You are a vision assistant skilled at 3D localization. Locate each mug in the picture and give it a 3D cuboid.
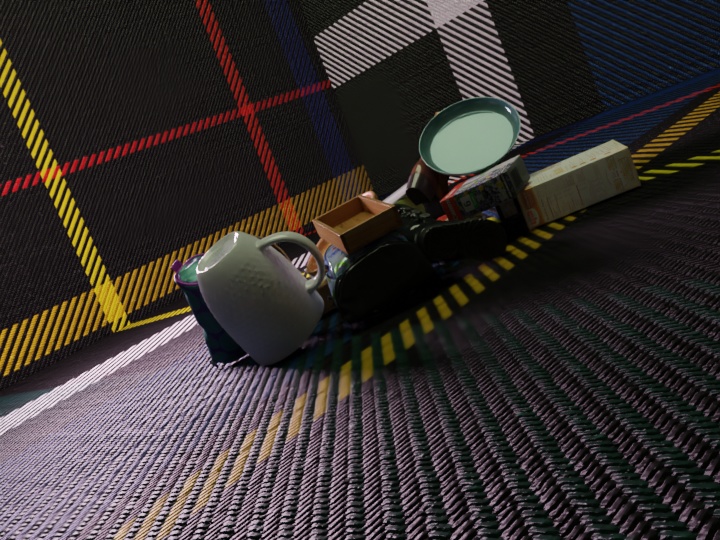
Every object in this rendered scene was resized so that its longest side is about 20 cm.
[{"bbox_3d":[-0.144,0.019,1.117,0.198,0.176,0.149,-33,26,17],"label":"mug"}]

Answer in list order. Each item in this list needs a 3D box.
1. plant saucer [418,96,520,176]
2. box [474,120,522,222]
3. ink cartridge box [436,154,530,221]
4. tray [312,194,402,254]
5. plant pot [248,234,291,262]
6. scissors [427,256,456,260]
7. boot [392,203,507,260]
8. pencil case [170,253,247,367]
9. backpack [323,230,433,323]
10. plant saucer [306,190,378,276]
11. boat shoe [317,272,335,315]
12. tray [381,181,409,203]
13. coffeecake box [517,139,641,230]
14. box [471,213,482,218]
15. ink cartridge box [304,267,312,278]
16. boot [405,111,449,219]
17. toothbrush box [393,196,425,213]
[{"bbox_3d":[0.208,-0.250,1.376,0.196,0.028,0.203,-14,49,17],"label":"plant saucer"},{"bbox_3d":[0.274,-0.211,1.506,0.049,0.203,0.158,-24,7,15],"label":"box"},{"bbox_3d":[0.195,-0.131,1.287,0.197,0.051,0.109,-23,11,32],"label":"ink cartridge box"},{"bbox_3d":[-0.009,-0.077,1.172,0.097,0.038,0.200,-28,17,-9],"label":"tray"},{"bbox_3d":[-0.251,0.054,1.488,0.185,0.189,0.199,-29,-4,-38],"label":"plant pot"},{"bbox_3d":[0.073,-0.031,1.292,0.195,0.014,0.073,4,-2,-12],"label":"scissors"},{"bbox_3d":[0.126,-0.067,1.212,0.161,0.067,0.199,3,9,-25],"label":"boot"},{"bbox_3d":[-0.250,0.069,1.238,0.091,0.203,0.086,13,47,27],"label":"pencil case"},{"bbox_3d":[0.013,0.003,1.175,0.161,0.156,0.200,-30,-5,-5],"label":"backpack"},{"bbox_3d":[-0.028,-0.065,1.401,0.200,0.037,0.201,-45,17,18],"label":"plant saucer"},{"bbox_3d":[-0.045,0.030,1.330,0.197,0.075,0.069,-26,14,-8],"label":"boat shoe"},{"bbox_3d":[0.094,-0.166,1.571,0.198,0.022,0.107,-36,-3,18],"label":"tray"},{"bbox_3d":[0.378,-0.155,1.293,0.197,0.074,0.154,-22,10,15],"label":"coffeecake box"},{"bbox_3d":[0.152,-0.060,1.388,0.198,0.049,0.116,-14,4,42],"label":"box"},{"bbox_3d":[-0.036,-0.058,1.643,0.201,0.039,0.099,-49,-15,8],"label":"ink cartridge box"},{"bbox_3d":[0.174,-0.189,1.484,0.068,0.188,0.203,-9,48,46],"label":"boot"},{"bbox_3d":[0.060,-0.077,1.558,0.199,0.087,0.145,-33,-5,-41],"label":"toothbrush box"}]
